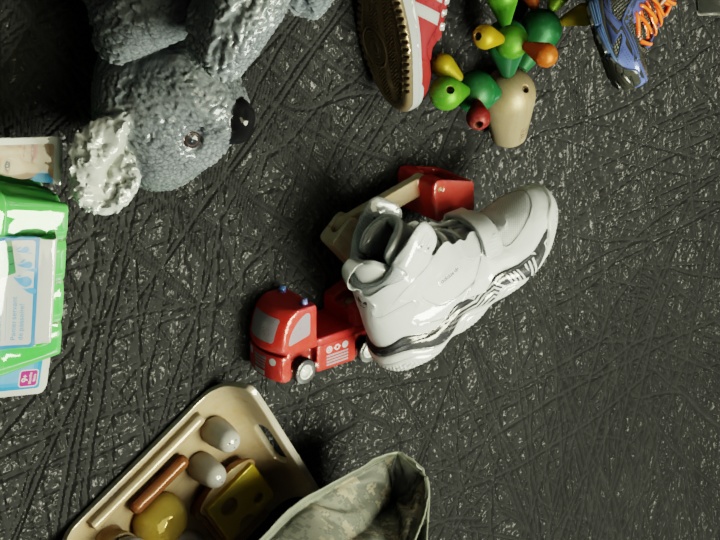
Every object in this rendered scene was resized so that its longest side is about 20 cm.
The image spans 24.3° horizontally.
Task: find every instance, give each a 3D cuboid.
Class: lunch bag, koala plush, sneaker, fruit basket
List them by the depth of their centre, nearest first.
[{"bbox_3d":[-0.285,0.008,1.063,0.199,0.094,0.186,-7,113,-36],"label":"fruit basket"},{"bbox_3d":[-0.126,-0.142,1.101,0.177,0.183,0.201,-50,158,-58],"label":"koala plush"},{"bbox_3d":[0.054,-0.227,1.274,0.112,0.071,0.201,-23,121,-29],"label":"sneaker"},{"bbox_3d":[0.069,-0.022,1.306,0.200,0.075,0.115,-42,132,-15],"label":"sneaker"},{"bbox_3d":[-0.025,0.250,1.337,0.200,0.117,0.164,-39,163,-47],"label":"lunch bag"},{"bbox_3d":[0.227,-0.230,1.356,0.075,0.078,0.201,57,34,-47],"label":"sneaker"}]

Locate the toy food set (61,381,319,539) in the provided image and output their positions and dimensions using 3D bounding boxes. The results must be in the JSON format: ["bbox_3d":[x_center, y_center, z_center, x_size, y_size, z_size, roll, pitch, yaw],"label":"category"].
[{"bbox_3d":[-0.127,0.202,1.310,0.200,0.060,0.144,-44,132,-18],"label":"toy food set"}]

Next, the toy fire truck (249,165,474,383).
[{"bbox_3d":[0.000,0.000,1.342,0.199,0.049,0.142,-16,118,-35],"label":"toy fire truck"}]

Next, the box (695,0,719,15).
[{"bbox_3d":[0.326,-0.339,1.403,0.164,0.086,0.201,-64,149,-53],"label":"box"}]

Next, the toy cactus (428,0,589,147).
[{"bbox_3d":[0.129,-0.169,1.354,0.200,0.102,0.166,-56,155,-35],"label":"toy cactus"}]
